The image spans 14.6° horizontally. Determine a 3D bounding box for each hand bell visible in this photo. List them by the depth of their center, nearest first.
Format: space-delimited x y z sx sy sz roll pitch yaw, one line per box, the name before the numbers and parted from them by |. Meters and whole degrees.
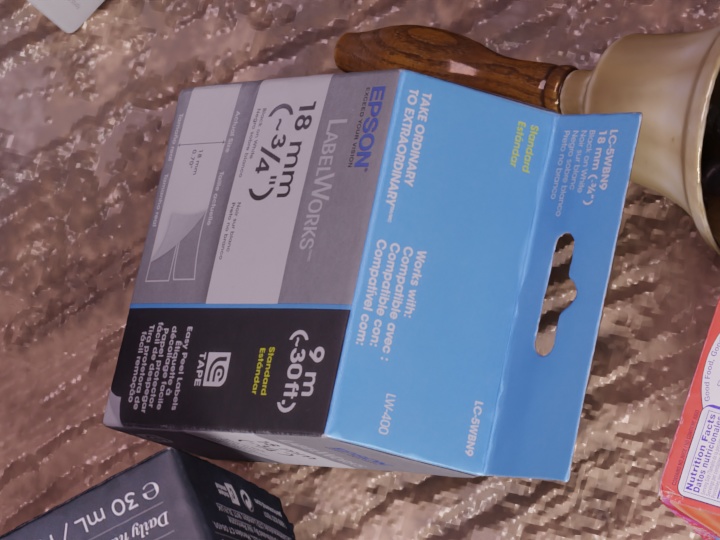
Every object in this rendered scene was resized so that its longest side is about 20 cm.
hand bell | 0.073 -0.070 1.108 0.200 0.104 0.104 12 79 35

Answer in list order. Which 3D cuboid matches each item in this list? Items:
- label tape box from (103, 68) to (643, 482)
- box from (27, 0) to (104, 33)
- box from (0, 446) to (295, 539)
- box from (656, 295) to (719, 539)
label tape box | 0.000 0.000 1.068 0.200 0.063 0.144 -1 73 47
box | -0.114 -0.225 1.168 0.200 0.152 0.106 -47 65 1
box | -0.096 0.202 1.032 0.200 0.124 0.197 -29 69 10
box | 0.190 0.012 1.024 0.100 0.095 0.200 15 80 21
